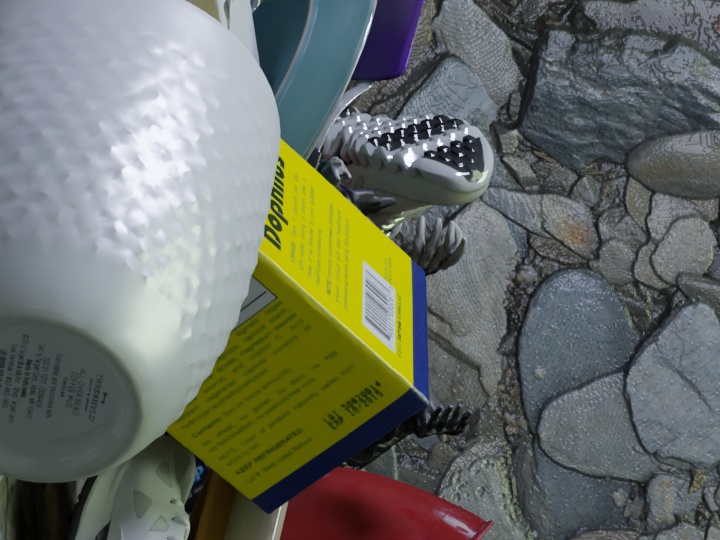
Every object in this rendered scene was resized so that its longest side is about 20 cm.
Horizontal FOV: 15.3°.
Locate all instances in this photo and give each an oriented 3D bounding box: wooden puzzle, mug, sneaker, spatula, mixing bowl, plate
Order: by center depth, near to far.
[{"bbox_3d":[-0.125,0.009,1.081,0.175,0.147,0.200,-81,-162,-50],"label":"mug"},{"bbox_3d":[-0.085,0.155,1.277,0.201,0.115,0.076,-67,157,-50],"label":"sneaker"},{"bbox_3d":[-0.091,0.184,1.404,0.200,0.037,0.185,122,-13,-46],"label":"wooden puzzle"},{"bbox_3d":[-0.017,-0.075,1.431,0.021,0.056,0.200,44,63,-41],"label":"spatula"},{"bbox_3d":[-0.055,-0.097,1.481,0.200,0.026,0.200,-48,-155,31],"label":"plate"},{"bbox_3d":[-0.026,0.187,1.556,0.200,0.108,0.200,-48,174,-7],"label":"mixing bowl"},{"bbox_3d":[0.013,-0.052,1.623,0.200,0.075,0.081,11,-67,55],"label":"sneaker"}]

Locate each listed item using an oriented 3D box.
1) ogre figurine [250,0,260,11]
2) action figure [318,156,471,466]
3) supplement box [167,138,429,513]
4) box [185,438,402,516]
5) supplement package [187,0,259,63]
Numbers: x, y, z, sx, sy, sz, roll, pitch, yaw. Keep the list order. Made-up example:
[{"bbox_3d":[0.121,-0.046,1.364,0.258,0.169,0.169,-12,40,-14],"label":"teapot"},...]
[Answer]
[{"bbox_3d":[-0.092,-0.093,1.799,0.120,0.098,0.200,-46,-160,44],"label":"ogre figurine"},{"bbox_3d":[0.000,0.000,1.479,0.102,0.119,0.200,-45,-121,46],"label":"action figure"},{"bbox_3d":[-0.071,0.002,1.297,0.200,0.109,0.110,42,26,-27],"label":"supplement box"},{"bbox_3d":[-0.052,0.109,1.606,0.046,0.159,0.200,56,8,14],"label":"box"},{"bbox_3d":[-0.119,-0.138,1.347,0.117,0.117,0.200,-89,173,-45],"label":"supplement package"}]
